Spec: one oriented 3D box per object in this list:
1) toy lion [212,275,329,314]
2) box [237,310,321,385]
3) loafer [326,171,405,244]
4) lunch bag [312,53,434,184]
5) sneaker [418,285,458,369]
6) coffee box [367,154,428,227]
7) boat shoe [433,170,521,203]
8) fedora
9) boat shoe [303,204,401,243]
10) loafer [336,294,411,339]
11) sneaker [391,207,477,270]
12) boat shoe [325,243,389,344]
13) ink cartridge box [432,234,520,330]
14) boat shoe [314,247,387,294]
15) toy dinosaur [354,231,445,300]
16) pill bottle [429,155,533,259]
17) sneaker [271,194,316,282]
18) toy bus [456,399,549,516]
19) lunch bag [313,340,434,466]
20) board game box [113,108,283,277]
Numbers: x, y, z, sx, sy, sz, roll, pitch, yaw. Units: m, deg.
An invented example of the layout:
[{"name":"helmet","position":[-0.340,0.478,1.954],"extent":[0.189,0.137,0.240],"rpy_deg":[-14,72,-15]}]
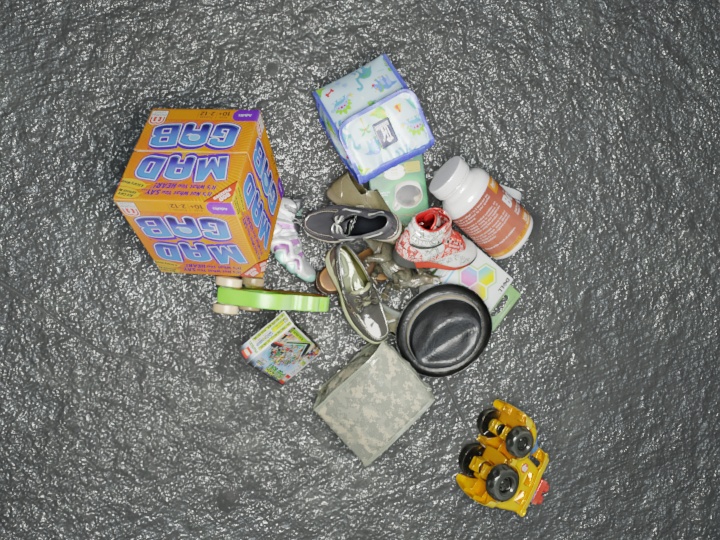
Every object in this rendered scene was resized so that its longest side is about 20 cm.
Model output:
[{"name":"toy lion","position":[-0.156,0.053,1.110],"extent":[0.187,0.200,0.071],"rpy_deg":[7,90,10]},{"name":"box","position":[-0.147,0.152,1.116],"extent":[0.109,0.201,0.035],"rpy_deg":[-40,66,-5]},{"name":"loafer","position":[0.022,-0.120,1.142],"extent":[0.198,0.076,0.068],"rpy_deg":[35,109,8]},{"name":"lunch bag","position":[0.025,-0.280,1.121],"extent":[0.167,0.128,0.203],"rpy_deg":[-28,71,-4]},{"name":"sneaker","position":[0.190,0.103,1.230],"extent":[0.103,0.075,0.205],"rpy_deg":[-19,98,-23]},{"name":"coffee box","position":[0.075,-0.159,1.203],"extent":[0.120,0.044,0.206],"rpy_deg":[-9,94,-5]},{"name":"boat shoe","position":[0.238,-0.153,1.218],"extent":[0.196,0.072,0.067],"rpy_deg":[16,86,-17]},{"name":"fedora","position":[0.163,0.126,1.133],"extent":[0.195,0.092,0.206],"rpy_deg":[0,99,1]},{"name":"boat shoe","position":[-0.024,-0.091,1.088],"extent":[0.195,0.063,0.075],"rpy_deg":[5,84,20]},{"name":"loafer","position":[0.038,0.102,1.196],"extent":[0.196,0.075,0.071],"rpy_deg":[22,86,-9]},{"name":"sneaker","position":[0.161,-0.060,1.103],"extent":[0.197,0.109,0.068],"rpy_deg":[-3,49,-30]},{"name":"boat shoe","position":[-0.004,0.043,1.105],"extent":[0.071,0.066,0.204],"rpy_deg":[-26,85,-17]},{"name":"ink cartridge box","position":[0.247,0.030,1.231],"extent":[0.199,0.059,0.104],"rpy_deg":[40,86,-9]},{"name":"boat shoe","position":[0.000,0.000,1.188],"extent":[0.195,0.070,0.072],"rpy_deg":[-13,79,-18]},{"name":"toy dinosaur","position":[0.059,-0.012,1.145],"extent":[0.199,0.077,0.102],"rpy_deg":[38,50,6]},{"name":"pill bottle","position":[0.230,-0.123,1.135],"extent":[0.199,0.112,0.113],"rpy_deg":[38,87,-19]},{"name":"sneaker","position":[-0.131,-0.086,1.161],"extent":[0.200,0.078,0.140],"rpy_deg":[44,87,-8]},{"name":"toy bus","position":[0.327,0.403,1.235],"extent":[0.189,0.135,0.203],"rpy_deg":[28,86,-22]},{"name":"lunch bag","position":[0.030,0.249,1.171],"extent":[0.199,0.118,0.164],"rpy_deg":[-41,98,11]},{"name":"board game box","position":[-0.263,-0.132,1.017],"extent":[0.194,0.202,0.204],"rpy_deg":[3,56,9]}]
